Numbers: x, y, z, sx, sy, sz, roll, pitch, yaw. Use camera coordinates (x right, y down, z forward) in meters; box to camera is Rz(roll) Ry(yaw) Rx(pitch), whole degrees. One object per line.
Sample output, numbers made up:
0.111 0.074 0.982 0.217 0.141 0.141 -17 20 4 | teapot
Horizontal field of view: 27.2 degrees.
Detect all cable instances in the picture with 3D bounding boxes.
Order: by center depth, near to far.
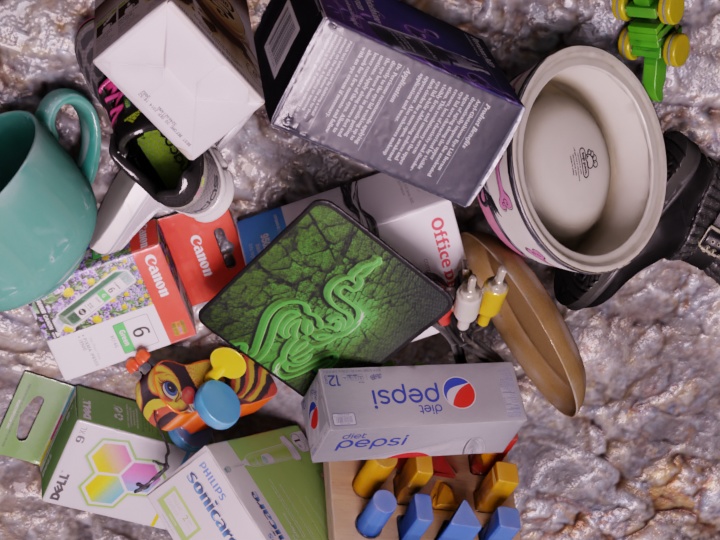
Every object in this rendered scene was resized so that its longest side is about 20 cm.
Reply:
0.090 0.061 1.372 0.096 0.051 0.201 -7 138 2 | cable

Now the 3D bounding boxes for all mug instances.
-0.286 -0.050 1.261 0.184 0.153 0.115 -32 126 8 | mug

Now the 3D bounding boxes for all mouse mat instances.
-0.034 0.035 1.329 0.160 0.008 0.200 36 128 -17 | mouse mat

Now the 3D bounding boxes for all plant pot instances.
0.156 0.045 1.392 0.027 0.200 0.201 -31 124 -6 | plant pot

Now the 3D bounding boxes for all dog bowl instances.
0.183 -0.095 1.330 0.198 0.073 0.203 4 84 -37 | dog bowl

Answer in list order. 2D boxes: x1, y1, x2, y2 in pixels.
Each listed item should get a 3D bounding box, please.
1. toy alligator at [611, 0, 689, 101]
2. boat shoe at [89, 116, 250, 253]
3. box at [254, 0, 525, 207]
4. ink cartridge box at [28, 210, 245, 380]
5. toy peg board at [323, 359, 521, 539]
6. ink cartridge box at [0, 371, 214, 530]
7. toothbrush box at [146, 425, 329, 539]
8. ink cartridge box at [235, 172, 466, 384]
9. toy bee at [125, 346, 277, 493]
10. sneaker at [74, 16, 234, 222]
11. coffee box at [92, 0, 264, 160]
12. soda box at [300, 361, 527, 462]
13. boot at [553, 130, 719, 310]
0.260 -0.248 1.320 0.054 0.059 0.202 -42 131 -36 | toy alligator
-0.166 -0.088 1.319 0.068 0.072 0.201 31 101 -24 | boat shoe
0.020 -0.161 1.263 0.198 0.149 0.105 20 115 -24 | box
-0.202 0.017 1.381 0.197 0.051 0.110 -19 123 0 | ink cartridge box
0.071 0.183 1.443 0.197 0.201 0.098 10 138 -18 | toy peg board
-0.253 0.181 1.465 0.198 0.060 0.105 19 116 -22 | ink cartridge box
-0.092 0.239 1.425 0.086 0.200 0.146 -39 77 17 | toothbrush box
0.000 0.000 1.394 0.197 0.085 0.146 -19 126 -1 | ink cartridge box
-0.163 0.112 1.395 0.130 0.200 0.109 -36 87 16 | toy bee
-0.179 -0.129 1.226 0.073 0.087 0.201 -34 83 13 | sneaker
-0.145 -0.195 1.173 0.079 0.201 0.113 -35 123 15 | coffee box
0.049 0.131 1.375 0.197 0.064 0.069 0 147 -21 | soda box
0.305 -0.017 1.454 0.157 0.080 0.212 31 110 -27 | boot
